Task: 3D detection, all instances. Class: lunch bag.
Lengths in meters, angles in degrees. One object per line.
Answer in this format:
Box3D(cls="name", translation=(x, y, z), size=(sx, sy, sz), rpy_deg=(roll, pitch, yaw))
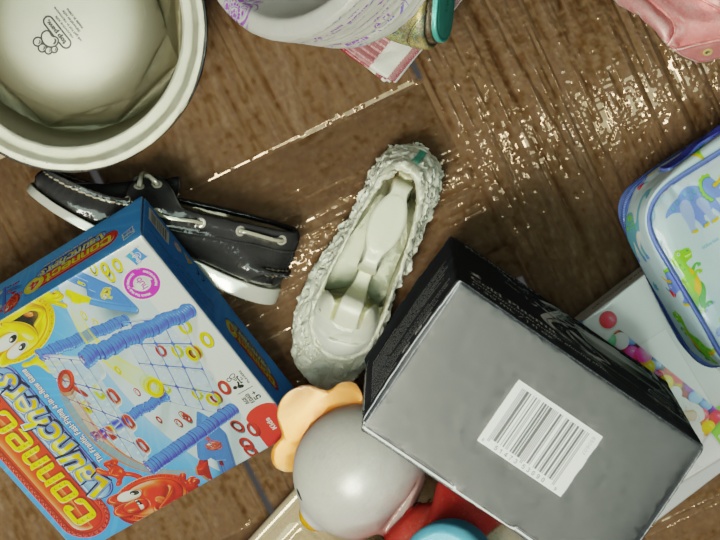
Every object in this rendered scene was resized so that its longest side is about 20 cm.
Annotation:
Box3D(cls="lunch bag", translation=(0.293, -0.038, 1.586), size=(0.199, 0.082, 0.161), rpy_deg=(-34, 99, -10))

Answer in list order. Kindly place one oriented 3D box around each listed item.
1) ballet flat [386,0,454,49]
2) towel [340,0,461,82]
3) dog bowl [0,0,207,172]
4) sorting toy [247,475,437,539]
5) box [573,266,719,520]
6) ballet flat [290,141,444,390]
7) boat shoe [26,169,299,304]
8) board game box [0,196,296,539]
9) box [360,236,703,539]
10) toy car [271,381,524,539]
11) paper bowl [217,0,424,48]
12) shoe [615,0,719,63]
Box3D(cls="ballet flat", translation=(0.043, -0.256, 1.557), size=(0.070, 0.071, 0.202), rpy_deg=(10, 98, -2))
Box3D(cls="towel", translation=(-0.010, -0.249, 1.595), size=(0.200, 0.023, 0.144), rpy_deg=(39, 97, -9))
Box3D(cls="dog bowl", translation=(-0.204, -0.175, 1.583), size=(0.198, 0.074, 0.202), rpy_deg=(0, 102, 0))
Box3D(cls="sorting toy", translation=(0.010, 0.233, 1.687), size=(0.185, 0.036, 0.200), rpy_deg=(41, 103, -7))
Box3D(cls="box", translation=(0.200, 0.101, 1.654), size=(0.200, 0.041, 0.156), rpy_deg=(-38, 98, 6))
Box3D(cls="ballet flat", translation=(0.000, 0.000, 1.622), size=(0.071, 0.072, 0.201), rpy_deg=(21, 101, -4))
Box3D(cls="boat shoe", translation=(-0.140, -0.039, 1.610), size=(0.199, 0.074, 0.061), rpy_deg=(23, 101, -7))
Box3D(cls="board game box", translation=(-0.179, 0.079, 1.601), size=(0.195, 0.056, 0.200), rpy_deg=(-30, 118, 13))
Box3D(cls="box", translation=(0.112, 0.092, 1.533), size=(0.199, 0.197, 0.124), rpy_deg=(34, 97, -5))
Box3D(cls="toy car", translation=(0.002, 0.174, 1.578), size=(0.177, 0.184, 0.200), rpy_deg=(-44, 79, 13))
Box3D(cls="paper bowl", translation=(-0.012, -0.250, 1.501), size=(0.104, 0.200, 0.202), rpy_deg=(3, 106, -45))
Box3D(cls="shoe", translation=(0.276, -0.177, 1.587), size=(0.199, 0.072, 0.091), rpy_deg=(33, 104, -3))
